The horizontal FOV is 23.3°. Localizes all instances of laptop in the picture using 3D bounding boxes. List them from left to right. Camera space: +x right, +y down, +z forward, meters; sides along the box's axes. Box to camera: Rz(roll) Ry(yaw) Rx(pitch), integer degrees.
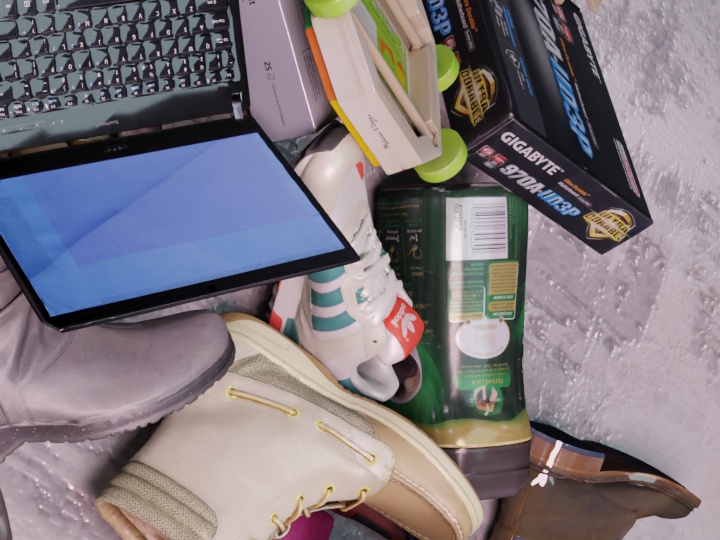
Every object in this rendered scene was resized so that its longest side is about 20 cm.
[{"bbox_3d":[-0.108,-0.091,0.858,0.176,0.103,0.202,-13,104,-34],"label":"laptop"}]

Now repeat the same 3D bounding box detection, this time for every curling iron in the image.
[{"bbox_3d":[-0.007,0.136,1.103,0.199,0.049,0.026,34,37,-28],"label":"curling iron"}]

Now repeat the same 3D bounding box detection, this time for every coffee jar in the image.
[{"bbox_3d":[0.060,0.045,1.119,0.085,0.104,0.202,-2,93,-26],"label":"coffee jar"}]

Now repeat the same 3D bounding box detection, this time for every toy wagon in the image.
[{"bbox_3d":[0.011,-0.150,0.990,0.155,0.039,0.201,53,26,-46],"label":"toy wagon"}]

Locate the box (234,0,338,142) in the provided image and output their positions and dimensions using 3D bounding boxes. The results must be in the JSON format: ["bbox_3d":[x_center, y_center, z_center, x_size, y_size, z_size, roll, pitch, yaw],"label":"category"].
[{"bbox_3d":[-0.026,-0.177,1.031,0.200,0.041,0.157,-44,122,-62],"label":"box"}]

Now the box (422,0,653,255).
[{"bbox_3d":[0.106,-0.126,1.130,0.159,0.046,0.201,31,36,-42],"label":"box"}]

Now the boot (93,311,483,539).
[{"bbox_3d":[-0.038,0.137,1.002,0.199,0.072,0.155,36,55,-4],"label":"boot"}]

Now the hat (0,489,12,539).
[{"bbox_3d":[-0.269,0.137,0.829,0.200,0.081,0.202,-9,103,-43],"label":"hat"}]

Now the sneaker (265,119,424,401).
[{"bbox_3d":[0.000,0.001,1.010,0.070,0.093,0.201,-48,159,-37],"label":"sneaker"}]

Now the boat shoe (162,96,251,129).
[{"bbox_3d":[-0.106,-0.137,0.986,0.071,0.069,0.202,14,65,-80],"label":"boat shoe"}]

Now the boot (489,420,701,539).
[{"bbox_3d":[0.165,0.175,1.260,0.199,0.075,0.098,22,93,-41],"label":"boot"}]

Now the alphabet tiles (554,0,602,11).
[{"bbox_3d":[0.151,-0.285,1.182,0.167,0.006,0.201,-56,137,-31],"label":"alphabet tiles"}]

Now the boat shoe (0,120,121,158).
[{"bbox_3d":[-0.166,-0.066,0.926,0.075,0.074,0.202,-11,98,-42],"label":"boat shoe"}]

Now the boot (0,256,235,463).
[{"bbox_3d":[-0.164,0.021,0.888,0.199,0.070,0.133,-19,112,-21],"label":"boot"}]

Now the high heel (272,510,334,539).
[{"bbox_3d":[-0.057,0.234,1.034,0.096,0.067,0.202,9,81,-32],"label":"high heel"}]
